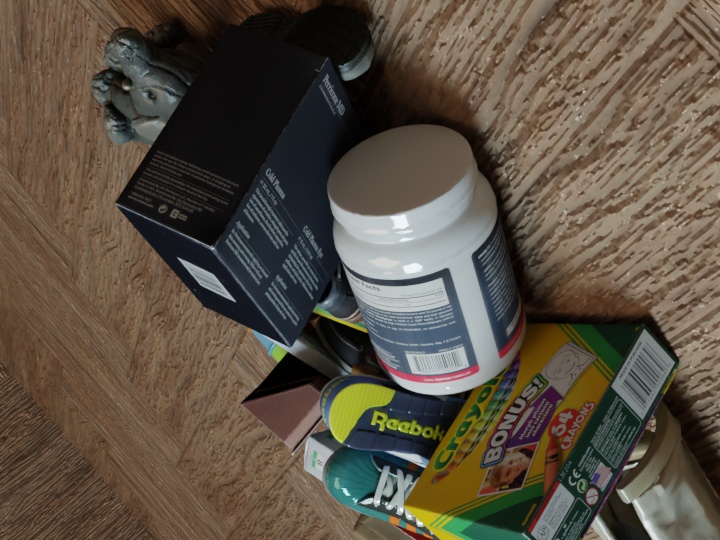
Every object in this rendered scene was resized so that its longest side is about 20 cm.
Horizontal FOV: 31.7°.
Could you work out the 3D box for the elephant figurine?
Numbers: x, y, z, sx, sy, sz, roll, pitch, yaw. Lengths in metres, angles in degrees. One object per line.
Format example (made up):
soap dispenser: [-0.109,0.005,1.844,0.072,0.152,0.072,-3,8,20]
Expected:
elephant figurine: [-0.183,-0.173,1.242,0.200,0.154,0.143,16,118,63]

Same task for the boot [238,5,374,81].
boot: [-0.029,-0.163,1.120,0.199,0.068,0.131,17,150,52]

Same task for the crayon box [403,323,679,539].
crayon box: [0.147,0.138,1.056,0.058,0.201,0.172,44,158,-22]

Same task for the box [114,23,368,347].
box: [-0.083,-0.067,1.067,0.103,0.183,0.200,23,162,25]

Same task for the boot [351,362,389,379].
boot: [0.080,0.133,1.270,0.199,0.068,0.190,24,137,29]

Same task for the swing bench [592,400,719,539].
swing bench: [0.247,0.224,1.110,0.199,0.130,0.200,-11,116,56]

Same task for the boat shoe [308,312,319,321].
boat shoe: [-0.110,-0.022,1.425,0.200,0.072,0.065,46,167,7]

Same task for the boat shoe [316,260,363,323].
boat shoe: [-0.044,-0.039,1.195,0.072,0.067,0.201,-40,50,30]

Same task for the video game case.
video game case: [-0.093,0.049,1.414,0.143,0.018,0.200,37,-174,-36]

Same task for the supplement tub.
supplement tub: [0.057,-0.007,1.079,0.140,0.140,0.201,24,145,42]

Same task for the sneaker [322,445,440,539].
sneaker: [0.063,0.211,1.174,0.198,0.072,0.080,20,174,-22]

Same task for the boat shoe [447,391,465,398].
boat shoe: [0.041,0.149,1.227,0.072,0.059,0.201,45,134,21]

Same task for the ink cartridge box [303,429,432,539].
ink cartridge box: [0.062,0.217,1.360,0.199,0.160,0.051,23,114,42]

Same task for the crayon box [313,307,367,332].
crayon box: [0.000,0.000,1.280,0.199,0.058,0.119,18,140,48]

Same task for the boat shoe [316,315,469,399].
boat shoe: [0.037,0.092,1.360,0.200,0.072,0.063,38,126,23]

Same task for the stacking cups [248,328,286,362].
stacking cups: [-0.109,0.076,1.561,0.200,0.060,0.061,43,154,14]

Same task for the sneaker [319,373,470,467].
sneaker: [0.050,0.139,1.153,0.199,0.075,0.082,23,176,-24]

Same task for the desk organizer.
desk organizer: [-0.067,0.131,1.384,0.077,0.072,0.200,41,-175,1]

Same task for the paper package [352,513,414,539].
paper package: [0.114,0.329,1.436,0.190,0.104,0.200,27,166,41]
